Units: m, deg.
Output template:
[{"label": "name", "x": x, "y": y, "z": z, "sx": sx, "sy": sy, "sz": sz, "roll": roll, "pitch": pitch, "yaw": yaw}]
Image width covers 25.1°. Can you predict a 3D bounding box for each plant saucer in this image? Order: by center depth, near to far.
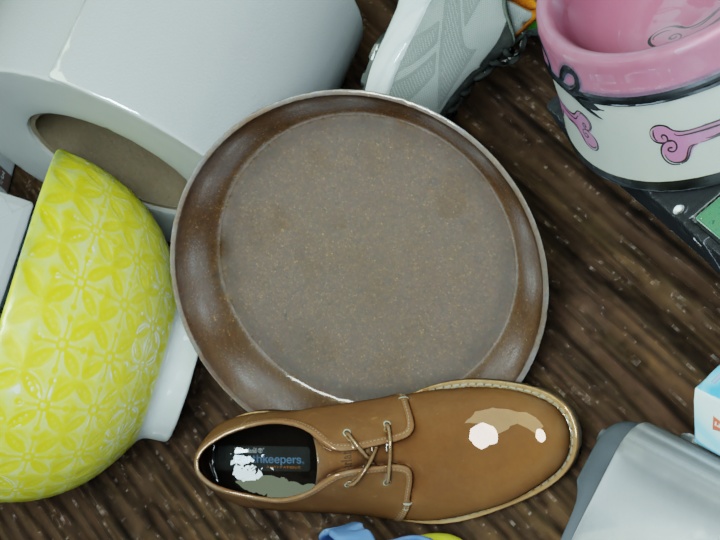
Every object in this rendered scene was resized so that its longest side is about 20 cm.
[{"label": "plant saucer", "x": 0.000, "y": 0.000, "z": 0.837, "sx": 0.199, "sy": 0.202, "sz": 0.035, "roll": -18, "pitch": 17, "yaw": 19}]

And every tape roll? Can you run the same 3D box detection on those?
[{"label": "tape roll", "x": -0.114, "y": -0.118, "z": 0.932, "sx": 0.201, "sy": 0.203, "sz": 0.140, "roll": 12, "pitch": 68, "yaw": 33}]

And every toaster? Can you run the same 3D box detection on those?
[{"label": "toaster", "x": 0.137, "y": 0.172, "z": 0.686, "sx": 0.128, "sy": 0.114, "sz": 0.201, "roll": 18, "pitch": 71, "yaw": 32}]

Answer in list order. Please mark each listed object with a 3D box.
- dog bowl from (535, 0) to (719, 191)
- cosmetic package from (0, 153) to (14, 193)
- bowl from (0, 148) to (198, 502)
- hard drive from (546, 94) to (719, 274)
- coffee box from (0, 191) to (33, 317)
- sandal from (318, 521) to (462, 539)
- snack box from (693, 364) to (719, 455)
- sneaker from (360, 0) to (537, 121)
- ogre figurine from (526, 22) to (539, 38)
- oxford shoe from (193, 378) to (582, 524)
[{"label": "dog bowl", "x": 0.174, "y": -0.138, "z": 0.798, "sx": 0.199, "sy": 0.074, "sz": 0.201, "roll": -25, "pitch": 38, "yaw": 21}, {"label": "cosmetic package", "x": -0.284, "y": -0.085, "z": 1.070, "sx": 0.073, "sy": 0.102, "sz": 0.202, "roll": -4, "pitch": 63, "yaw": 26}, {"label": "bowl", "x": -0.148, "y": 0.042, "z": 0.903, "sx": 0.107, "sy": 0.200, "sz": 0.202, "roll": 17, "pitch": 66, "yaw": -10}, {"label": "hard drive", "x": 0.194, "y": -0.079, "z": 0.809, "sx": 0.139, "sy": 0.038, "sz": 0.200, "roll": -40, "pitch": 33, "yaw": 1}, {"label": "coffee box", "x": -0.258, "y": 0.017, "z": 0.920, "sx": 0.112, "sy": 0.200, "sz": 0.080, "roll": 18, "pitch": 64, "yaw": -8}, {"label": "sandal", "x": -0.039, "y": 0.181, "z": 0.794, "sx": 0.199, "sy": 0.087, "sz": 0.080, "roll": -35, "pitch": 54, "yaw": 9}, {"label": "snack box", "x": 0.249, "y": 0.032, "z": 0.698, "sx": 0.116, "sy": 0.037, "sz": 0.200, "roll": 28, "pitch": 51, "yaw": 36}, {"label": "sneaker", "x": 0.050, "y": -0.120, "z": 0.876, "sx": 0.079, "sy": 0.202, "sz": 0.074, "roll": 23, "pitch": 31, "yaw": 9}, {"label": "ogre figurine", "x": 0.092, "y": -0.215, "z": 0.929, "sx": 0.120, "sy": 0.199, "sz": 0.098, "roll": -51, "pitch": 15, "yaw": 12}, {"label": "oxford shoe", "x": 0.011, "y": 0.095, "z": 0.809, "sx": 0.198, "sy": 0.071, "sz": 0.072, "roll": -8, "pitch": 84, "yaw": 14}]
